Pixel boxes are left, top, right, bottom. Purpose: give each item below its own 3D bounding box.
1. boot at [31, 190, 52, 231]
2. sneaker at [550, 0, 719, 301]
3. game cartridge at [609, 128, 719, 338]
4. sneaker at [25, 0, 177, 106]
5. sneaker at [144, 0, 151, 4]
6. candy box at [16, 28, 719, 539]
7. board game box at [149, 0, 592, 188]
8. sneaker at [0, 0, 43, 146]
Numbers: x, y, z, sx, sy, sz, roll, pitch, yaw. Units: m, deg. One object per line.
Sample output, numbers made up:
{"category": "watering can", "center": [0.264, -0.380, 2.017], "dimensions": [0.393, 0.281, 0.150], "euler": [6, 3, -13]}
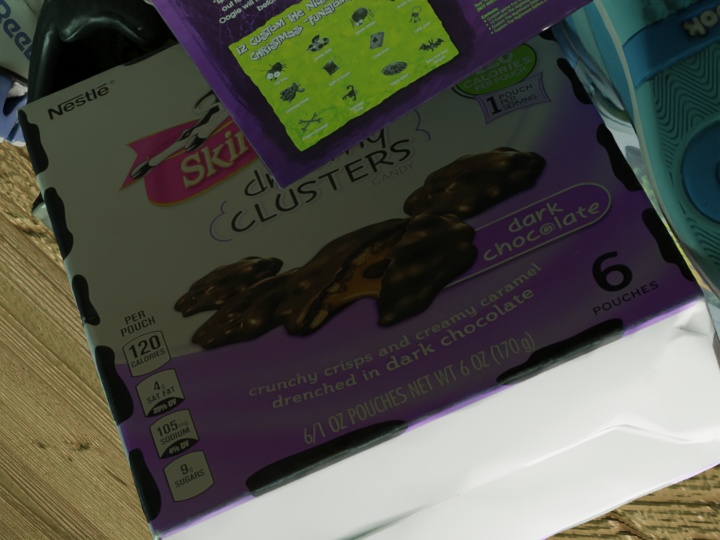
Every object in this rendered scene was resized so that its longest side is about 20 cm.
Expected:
{"category": "boot", "center": [-0.031, -0.005, 1.212], "dimensions": [0.200, 0.073, 0.182], "euler": [33, -159, -2]}
{"category": "sneaker", "center": [0.110, -0.051, 0.879], "dimensions": [0.131, 0.079, 0.201], "euler": [73, 178, -69]}
{"category": "game cartridge", "center": [0.151, -0.012, 1.034], "dimensions": [0.133, 0.041, 0.200], "euler": [31, 160, 34]}
{"category": "sneaker", "center": [-0.079, -0.051, 1.010], "dimensions": [0.073, 0.088, 0.200], "euler": [8, 139, 5]}
{"category": "sneaker", "center": [-0.100, -0.141, 0.858], "dimensions": [0.081, 0.088, 0.200], "euler": [23, 156, 41]}
{"category": "candy box", "center": [0.000, 0.000, 0.883], "dimensions": [0.200, 0.167, 0.072], "euler": [-114, 1, -47]}
{"category": "board game box", "center": [0.034, -0.116, 0.770], "dimensions": [0.120, 0.200, 0.032], "euler": [55, -174, -45]}
{"category": "sneaker", "center": [-0.118, -0.109, 1.249], "dimensions": [0.080, 0.116, 0.199], "euler": [30, -171, 28]}
